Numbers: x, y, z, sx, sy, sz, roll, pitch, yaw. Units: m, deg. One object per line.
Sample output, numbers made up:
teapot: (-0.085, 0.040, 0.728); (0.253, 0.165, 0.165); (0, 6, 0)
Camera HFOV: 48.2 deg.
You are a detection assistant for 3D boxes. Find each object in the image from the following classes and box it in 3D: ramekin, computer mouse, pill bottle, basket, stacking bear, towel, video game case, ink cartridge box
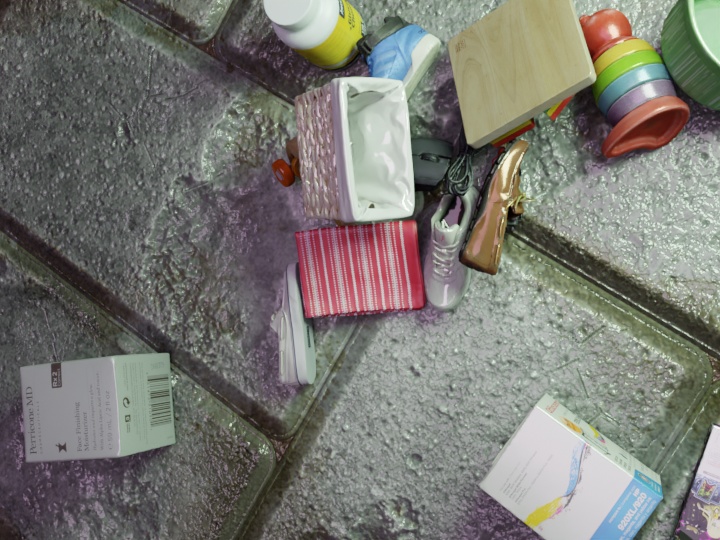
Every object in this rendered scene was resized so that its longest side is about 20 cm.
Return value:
ramekin: (0.500, -0.311, 1.064); (0.198, 0.098, 0.202); (2, 75, -9)
computer mouse: (0.088, -0.171, 1.235); (0.198, 0.053, 0.140); (-5, 57, 38)
pill bottle: (-0.072, -0.392, 1.259); (0.111, 0.200, 0.113); (-1, 88, 20)
basket: (-0.012, -0.172, 1.183); (0.123, 0.135, 0.203); (-1, 96, 46)
stacking bear: (0.373, -0.280, 1.142); (0.120, 0.114, 0.202); (-12, 68, -18)
towel: (0.000, 0.000, 1.273); (0.197, 0.022, 0.146); (-5, 99, 6)
video game case: (0.546, 0.329, 1.089); (0.198, 0.036, 0.183); (19, 94, 20)
ink cartridge box: (0.294, 0.294, 1.125); (0.199, 0.147, 0.145); (36, 99, 17)

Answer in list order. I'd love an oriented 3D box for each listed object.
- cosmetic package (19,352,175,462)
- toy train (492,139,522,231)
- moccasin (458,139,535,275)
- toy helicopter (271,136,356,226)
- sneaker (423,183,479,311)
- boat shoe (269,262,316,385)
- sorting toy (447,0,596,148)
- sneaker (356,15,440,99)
cosmetic package: (-0.451, 0.234, 1.390); (0.198, 0.165, 0.167); (-8, 84, 20)
toy train: (0.222, -0.160, 1.230); (0.045, 0.034, 0.203); (-1, 87, 22)
moccasin: (0.209, -0.093, 1.172); (0.077, 0.074, 0.203); (20, 79, 3)
toy helicopter: (-0.054, -0.127, 1.291); (0.079, 0.132, 0.201); (-36, 94, -18)
sneaker: (0.129, -0.038, 1.224); (0.077, 0.099, 0.203); (8, 91, 20)
boat shoe: (-0.116, 0.089, 1.328); (0.065, 0.072, 0.203); (-5, 94, 15)
sorting toy: (0.239, -0.294, 1.168); (0.198, 0.069, 0.202); (-27, 55, 33)
sneaker: (0.028, -0.311, 1.283); (0.111, 0.077, 0.201); (36, 95, 12)
